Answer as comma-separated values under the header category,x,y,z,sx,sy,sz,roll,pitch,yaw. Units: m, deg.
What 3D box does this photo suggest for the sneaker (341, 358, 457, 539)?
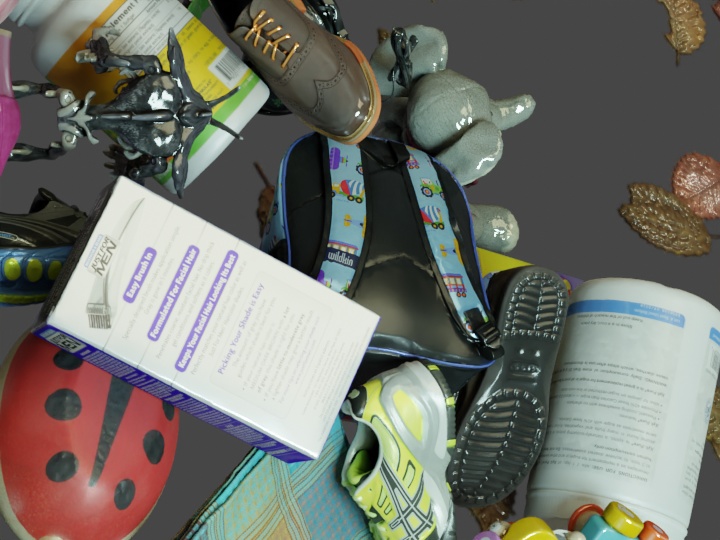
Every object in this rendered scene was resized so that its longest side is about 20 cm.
category,x,y,z,sx,sy,sz,roll,pitch,yaw
sneaker,0.023,0.160,1.279,0.076,0.075,0.200,-10,110,-19

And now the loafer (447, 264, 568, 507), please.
category,x,y,z,sx,sy,sz,roll,pitch,yaw
loafer,0.109,0.088,1.392,0.073,0.071,0.200,16,98,-22

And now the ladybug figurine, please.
category,x,y,z,sx,sy,sz,roll,pitch,yaw
ladybug figurine,-0.179,0.102,1.190,0.136,0.072,0.200,26,49,-25

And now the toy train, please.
category,x,y,z,sx,sy,sz,roll,pitch,yaw
toy train,0.130,0.236,1.304,0.200,0.150,0.056,-12,30,-16

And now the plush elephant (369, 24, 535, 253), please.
category,x,y,z,sx,sy,sz,roll,pitch,yaw
plush elephant,0.070,-0.112,1.474,0.200,0.155,0.165,-4,66,-41

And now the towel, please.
category,x,y,z,sx,sy,sz,roll,pitch,yaw
towel,-0.054,0.186,1.227,0.200,0.022,0.147,-47,128,-46

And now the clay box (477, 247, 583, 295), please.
category,x,y,z,sx,sy,sz,roll,pitch,yaw
clay box,0.105,0.042,1.481,0.200,0.048,0.115,16,54,-32

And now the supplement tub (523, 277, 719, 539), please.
category,x,y,z,sx,sy,sz,roll,pitch,yaw
supplement tub,0.211,0.118,1.417,0.132,0.132,0.200,23,72,-26

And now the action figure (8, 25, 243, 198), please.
category,x,y,z,sx,sy,sz,roll,pitch,yaw
action figure,-0.180,-0.112,1.245,0.200,0.119,0.102,-1,14,0

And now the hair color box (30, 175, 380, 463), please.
category,x,y,z,sx,sy,sz,roll,pitch,yaw
hair color box,-0.101,0.035,1.167,0.200,0.065,0.109,29,72,-16

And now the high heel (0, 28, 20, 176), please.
category,x,y,z,sx,sy,sz,roll,pitch,yaw
high heel,-0.284,-0.096,1.165,0.067,0.200,0.096,5,82,-33

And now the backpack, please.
category,x,y,z,sx,sy,sz,roll,pitch,yaw
backpack,0.000,0.000,1.347,0.182,0.135,0.200,8,56,-23

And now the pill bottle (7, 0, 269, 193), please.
category,x,y,z,sx,sy,sz,roll,pitch,yaw
pill bottle,-0.176,-0.163,1.337,0.200,0.111,0.111,43,44,-9

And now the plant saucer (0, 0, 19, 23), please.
category,x,y,z,sx,sy,sz,roll,pitch,yaw
plant saucer,-0.332,-0.234,1.241,0.200,0.051,0.201,4,55,-6

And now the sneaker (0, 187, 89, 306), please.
category,x,y,z,sx,sy,sz,roll,pitch,yaw
sneaker,-0.196,-0.022,1.255,0.199,0.071,0.083,-1,54,-45

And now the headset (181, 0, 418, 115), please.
category,x,y,z,sx,sy,sz,roll,pitch,yaw
headset,-0.053,-0.187,1.425,0.200,0.094,0.124,19,63,10

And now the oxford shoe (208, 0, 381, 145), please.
category,x,y,z,sx,sy,sz,roll,pitch,yaw
oxford shoe,-0.059,-0.164,1.332,0.073,0.071,0.200,16,24,-50
